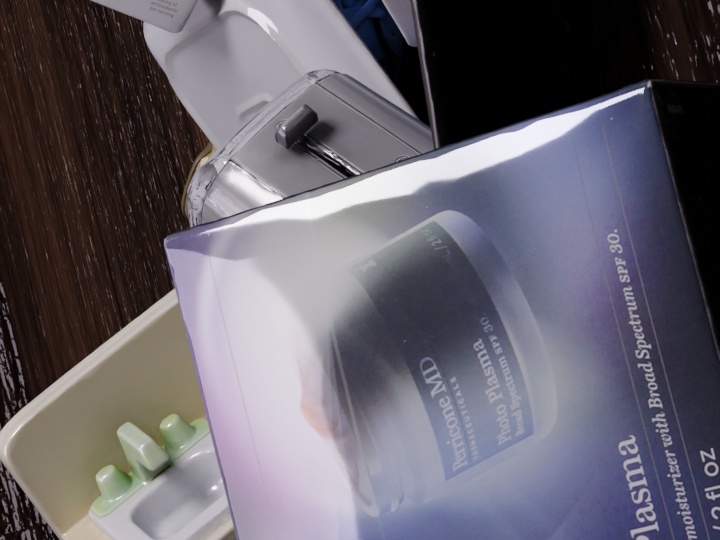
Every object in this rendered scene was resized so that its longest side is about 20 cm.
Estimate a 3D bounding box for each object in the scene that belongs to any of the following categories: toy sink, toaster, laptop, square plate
[{"bbox_3d":[-0.045,0.122,1.224,0.200,0.130,0.112,58,165,-24],"label":"toy sink"},{"bbox_3d":[0.000,0.000,1.272,0.129,0.114,0.200,39,161,24],"label":"toaster"},{"bbox_3d":[0.029,-0.137,1.140,0.116,0.200,0.188,-1,107,34],"label":"laptop"},{"bbox_3d":[-0.029,-0.068,1.394,0.198,0.028,0.200,54,158,-6],"label":"square plate"}]

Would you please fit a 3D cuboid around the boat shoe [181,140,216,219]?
[{"bbox_3d":[-0.049,-0.083,1.605,0.068,0.072,0.200,36,142,14],"label":"boat shoe"}]

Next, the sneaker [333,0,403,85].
[{"bbox_3d":[-0.006,-0.141,1.381,0.078,0.066,0.200,53,155,43],"label":"sneaker"}]

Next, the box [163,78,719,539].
[{"bbox_3d":[0.060,0.056,0.974,0.123,0.198,0.200,-4,-102,-62],"label":"box"}]

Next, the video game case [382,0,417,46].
[{"bbox_3d":[0.007,-0.201,1.177,0.200,0.023,0.182,39,-137,-81],"label":"video game case"}]

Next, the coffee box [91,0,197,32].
[{"bbox_3d":[-0.079,-0.231,1.322,0.114,0.080,0.200,-86,21,-51],"label":"coffee box"}]
